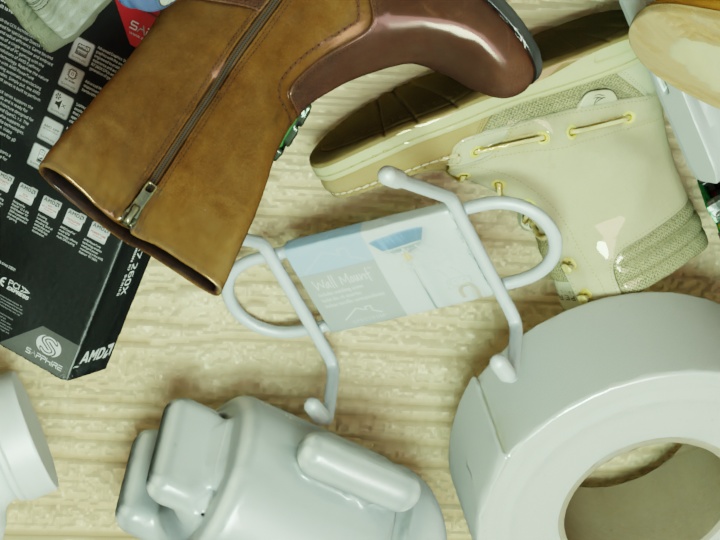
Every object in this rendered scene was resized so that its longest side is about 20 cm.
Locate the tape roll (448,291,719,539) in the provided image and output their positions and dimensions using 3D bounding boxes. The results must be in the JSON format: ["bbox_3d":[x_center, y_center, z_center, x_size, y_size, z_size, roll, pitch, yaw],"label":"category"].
[{"bbox_3d":[0.152,0.110,1.365,0.202,0.071,0.203,-8,132,-9],"label":"tape roll"}]

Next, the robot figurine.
[{"bbox_3d":[-0.035,0.144,1.351,0.200,0.113,0.170,26,143,-19],"label":"robot figurine"}]

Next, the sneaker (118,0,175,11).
[{"bbox_3d":[-0.034,-0.188,1.122,0.088,0.075,0.200,43,94,13],"label":"sneaker"}]

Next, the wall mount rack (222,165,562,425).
[{"bbox_3d":[0.000,0.000,1.282,0.199,0.075,0.174,-14,130,22],"label":"wall mount rack"}]

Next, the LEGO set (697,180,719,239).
[{"bbox_3d":[0.269,-0.011,1.317,0.116,0.200,0.154,-31,96,12],"label":"LEGO set"}]

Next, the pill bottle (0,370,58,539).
[{"bbox_3d":[-0.268,0.123,1.301,0.199,0.111,0.111,-22,112,-2],"label":"pill bottle"}]

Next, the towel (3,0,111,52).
[{"bbox_3d":[-0.101,-0.196,1.123,0.035,0.200,0.193,39,85,11],"label":"towel"}]

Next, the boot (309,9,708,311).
[{"bbox_3d":[0.085,-0.040,1.333,0.199,0.073,0.156,-22,114,-5],"label":"boot"}]

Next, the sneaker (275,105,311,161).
[{"bbox_3d":[-0.056,-0.149,1.270,0.085,0.078,0.201,6,100,-6],"label":"sneaker"}]

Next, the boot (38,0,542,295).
[{"bbox_3d":[-0.028,-0.077,1.163,0.188,0.068,0.200,31,65,-7],"label":"boot"}]

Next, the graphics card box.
[{"bbox_3d":[-0.157,-0.058,1.259,0.125,0.051,0.200,27,104,16],"label":"graphics card box"}]

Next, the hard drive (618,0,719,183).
[{"bbox_3d":[0.233,-0.156,1.300,0.200,0.027,0.132,-36,115,-21],"label":"hard drive"}]

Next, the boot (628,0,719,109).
[{"bbox_3d":[0.245,-0.147,1.253,0.201,0.144,0.071,12,147,1],"label":"boot"}]
